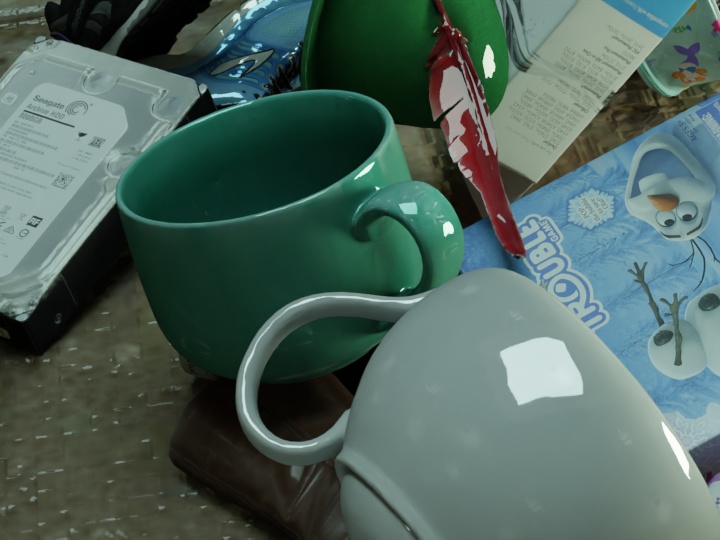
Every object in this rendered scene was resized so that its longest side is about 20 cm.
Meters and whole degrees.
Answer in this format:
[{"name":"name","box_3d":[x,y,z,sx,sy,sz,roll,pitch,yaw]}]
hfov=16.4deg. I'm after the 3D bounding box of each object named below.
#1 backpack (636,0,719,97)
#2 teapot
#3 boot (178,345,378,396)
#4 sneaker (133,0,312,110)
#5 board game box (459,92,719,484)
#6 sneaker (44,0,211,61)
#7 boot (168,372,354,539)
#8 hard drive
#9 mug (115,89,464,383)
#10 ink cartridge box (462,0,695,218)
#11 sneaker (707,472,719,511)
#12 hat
[{"name":"backpack","box_3d":[0.209,-0.213,1.628,0.150,0.178,0.200,-15,31,26]},{"name":"teapot","box_3d":[0.054,0.104,1.116,0.146,0.198,0.200,-37,20,-10]},{"name":"boot","box_3d":[0.000,0.000,1.435,0.144,0.072,0.200,10,45,20]},{"name":"sneaker","box_3d":[-0.072,-0.112,1.616,0.200,0.078,0.090,-32,52,-21]},{"name":"board game box","box_3d":[0.175,0.013,1.335,0.199,0.043,0.200,-29,51,-4]},{"name":"sneaker","box_3d":[-0.153,-0.183,1.597,0.076,0.200,0.088,-29,83,-38]},{"name":"boot","box_3d":[0.013,0.075,1.301,0.186,0.064,0.200,-38,39,-15]},{"name":"hard drive","box_3d":[-0.195,-0.051,1.510,0.140,0.038,0.200,19,57,29]},{"name":"mug","box_3d":[-0.037,-0.005,1.297,0.152,0.115,0.185,-20,27,-8]},{"name":"ink cartridge box","box_3d":[0.104,-0.137,1.509,0.068,0.200,0.116,27,24,-30]},{"name":"sneaker","box_3d":[0.249,0.105,1.250,0.200,0.073,0.114,-5,-9,-40]},{"name":"hat","box_3d":[0.077,-0.118,1.421,0.176,0.200,0.166,21,2,25]}]
